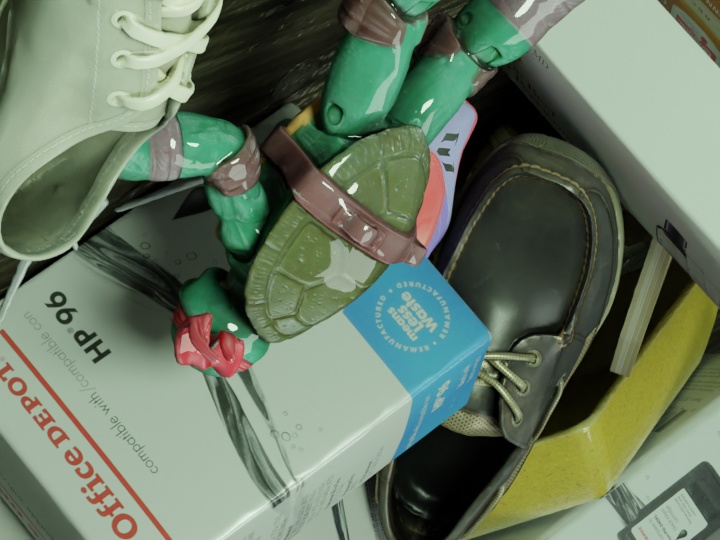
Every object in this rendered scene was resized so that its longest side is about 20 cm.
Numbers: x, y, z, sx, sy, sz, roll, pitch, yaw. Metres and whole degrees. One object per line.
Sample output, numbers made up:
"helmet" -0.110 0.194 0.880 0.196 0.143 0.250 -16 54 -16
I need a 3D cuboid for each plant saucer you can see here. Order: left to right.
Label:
"plant saucer" 0.076 0.074 1.306 0.199 0.049 0.200 -23 -167 35

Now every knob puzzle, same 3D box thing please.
"knob puzzle" 0.134 -0.049 1.166 0.220 0.030 0.221 20 90 -84

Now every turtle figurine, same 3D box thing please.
"turtle figurine" -0.019 -0.037 0.861 0.200 0.101 0.150 -49 165 9

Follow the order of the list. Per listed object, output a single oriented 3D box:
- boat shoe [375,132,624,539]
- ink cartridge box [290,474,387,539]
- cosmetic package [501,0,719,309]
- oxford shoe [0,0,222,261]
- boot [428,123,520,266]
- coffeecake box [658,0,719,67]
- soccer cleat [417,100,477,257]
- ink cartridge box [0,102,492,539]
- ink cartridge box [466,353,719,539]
"boat shoe" 0.054 0.038 1.069 0.073 0.074 0.201 -69 175 -51
"ink cartridge box" -0.077 0.119 1.089 0.144 0.085 0.200 -14 175 19
"cosmetic package" 0.130 -0.035 1.026 0.051 0.200 0.083 -39 166 -7
"oxford shoe" -0.059 -0.075 0.703 0.075 0.058 0.200 -22 155 -46
"boot" 0.032 0.019 1.215 0.155 0.073 0.200 -38 169 -7
"coffeecake box" 0.185 -0.175 1.006 0.153 0.073 0.200 -36 166 -13
"soccer cleat" 0.000 0.000 1.086 0.076 0.067 0.200 -39 164 -26
"ink cartridge box" -0.068 0.048 0.933 0.200 0.116 0.068 -36 165 -21
"ink cartridge box" 0.114 0.126 1.322 0.200 0.084 0.145 -35 -167 -22
